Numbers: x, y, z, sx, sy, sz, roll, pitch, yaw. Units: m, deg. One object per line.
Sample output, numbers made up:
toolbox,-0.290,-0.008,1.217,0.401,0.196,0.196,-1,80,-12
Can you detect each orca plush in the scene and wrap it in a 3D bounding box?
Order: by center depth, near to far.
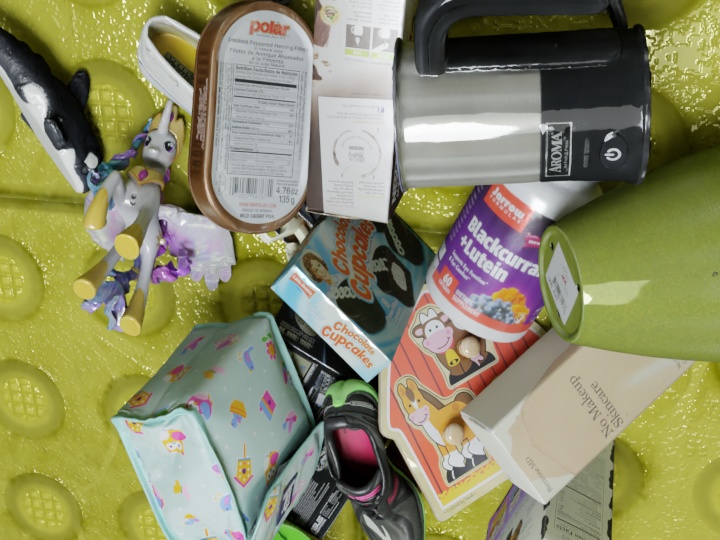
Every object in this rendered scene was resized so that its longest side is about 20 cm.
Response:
orca plush,-0.306,-0.180,1.006,0.201,0.071,0.105,55,161,-7

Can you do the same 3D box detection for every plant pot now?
plant pot,0.251,-0.004,0.814,0.196,0.188,0.190,-10,115,-10

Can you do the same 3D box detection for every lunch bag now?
lunch bag,-0.116,0.170,0.948,0.120,0.171,0.203,-12,112,28

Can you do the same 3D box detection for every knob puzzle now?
knob puzzle,0.103,0.104,0.967,0.216,0.030,0.224,3,80,-15

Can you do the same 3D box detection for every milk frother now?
milk frother,0.123,-0.169,0.793,0.184,0.201,0.183,-1,119,7

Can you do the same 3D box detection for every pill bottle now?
pill bottle,0.148,-0.045,0.905,0.110,0.112,0.202,28,119,0

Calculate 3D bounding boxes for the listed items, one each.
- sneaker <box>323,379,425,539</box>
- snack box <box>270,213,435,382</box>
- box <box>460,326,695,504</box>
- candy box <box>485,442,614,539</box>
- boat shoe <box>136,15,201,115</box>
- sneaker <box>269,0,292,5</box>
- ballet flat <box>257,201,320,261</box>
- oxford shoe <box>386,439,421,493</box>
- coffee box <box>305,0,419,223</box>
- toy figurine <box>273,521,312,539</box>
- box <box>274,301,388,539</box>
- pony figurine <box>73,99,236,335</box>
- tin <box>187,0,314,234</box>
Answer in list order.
sneaker,0.005,0.206,0.981,0.076,0.084,0.203,-16,110,22
snack box,0.000,0.000,0.915,0.116,0.201,0.037,44,120,-9
box,0.199,0.105,0.926,0.200,0.078,0.095,-42,104,-9
candy box,0.179,0.271,0.999,0.071,0.201,0.169,25,120,1
boat shoe,-0.117,-0.166,0.926,0.201,0.075,0.086,39,162,0
sneaker,-0.126,-0.278,0.866,0.198,0.078,0.088,29,138,-26
ballet flat,-0.063,-0.038,0.988,0.073,0.073,0.200,-38,101,27
oxford shoe,0.074,0.168,1.060,0.070,0.075,0.201,43,101,14
coffee box,0.006,-0.159,0.888,0.078,0.113,0.203,9,117,10
toy figurine,-0.149,0.297,1.115,0.149,0.184,0.202,-35,110,-14
box,-0.057,0.155,1.071,0.162,0.086,0.202,30,119,-1
pony figurine,-0.208,-0.040,0.980,0.163,0.202,0.195,12,134,1
tin,-0.090,-0.133,0.887,0.042,0.110,0.204,15,103,54
